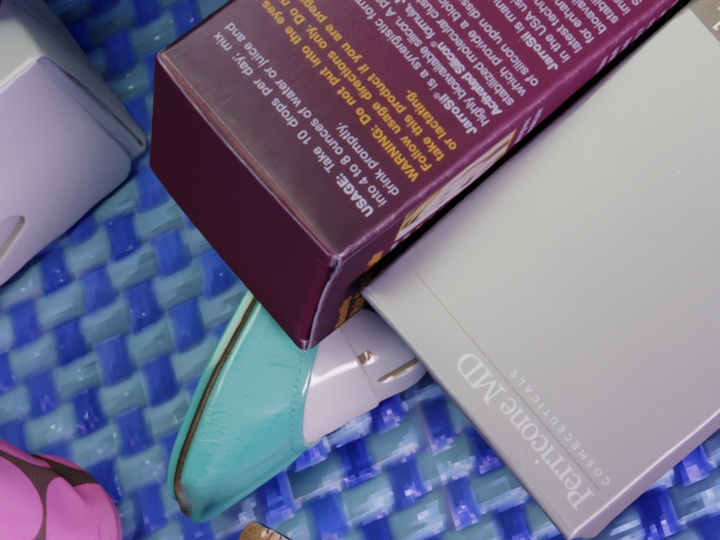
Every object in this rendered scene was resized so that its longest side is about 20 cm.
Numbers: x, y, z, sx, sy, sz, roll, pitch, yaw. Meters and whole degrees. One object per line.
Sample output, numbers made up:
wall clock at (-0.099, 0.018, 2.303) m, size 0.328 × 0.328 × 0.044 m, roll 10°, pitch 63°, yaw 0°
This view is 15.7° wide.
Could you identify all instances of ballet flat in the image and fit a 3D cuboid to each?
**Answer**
ballet flat at (0.000, 0.000, 0.895) m, size 0.070 × 0.067 × 0.200 m, roll 19°, pitch 78°, yaw 14°

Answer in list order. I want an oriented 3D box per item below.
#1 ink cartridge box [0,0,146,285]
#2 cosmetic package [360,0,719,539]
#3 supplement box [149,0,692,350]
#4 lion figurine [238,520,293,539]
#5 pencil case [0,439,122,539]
ink cartridge box at (-0.198, -0.080, 1.011) m, size 0.145 × 0.083 × 0.200 m, roll -40°, pitch 56°, yaw 3°
cosmetic package at (0.109, -0.016, 0.820) m, size 0.200 × 0.090 × 0.107 m, roll -42°, pitch 81°, yaw 1°
supplement box at (0.035, -0.077, 0.832) m, size 0.200 × 0.110 × 0.086 m, roll -39°, pitch 82°, yaw -15°
lion figurine at (0.003, 0.167, 0.822) m, size 0.200 × 0.072 × 0.123 m, roll 27°, pitch 91°, yaw 47°
pencil case at (-0.180, 0.071, 0.870) m, size 0.094 × 0.200 × 0.091 m, roll 12°, pitch 78°, yaw 50°
